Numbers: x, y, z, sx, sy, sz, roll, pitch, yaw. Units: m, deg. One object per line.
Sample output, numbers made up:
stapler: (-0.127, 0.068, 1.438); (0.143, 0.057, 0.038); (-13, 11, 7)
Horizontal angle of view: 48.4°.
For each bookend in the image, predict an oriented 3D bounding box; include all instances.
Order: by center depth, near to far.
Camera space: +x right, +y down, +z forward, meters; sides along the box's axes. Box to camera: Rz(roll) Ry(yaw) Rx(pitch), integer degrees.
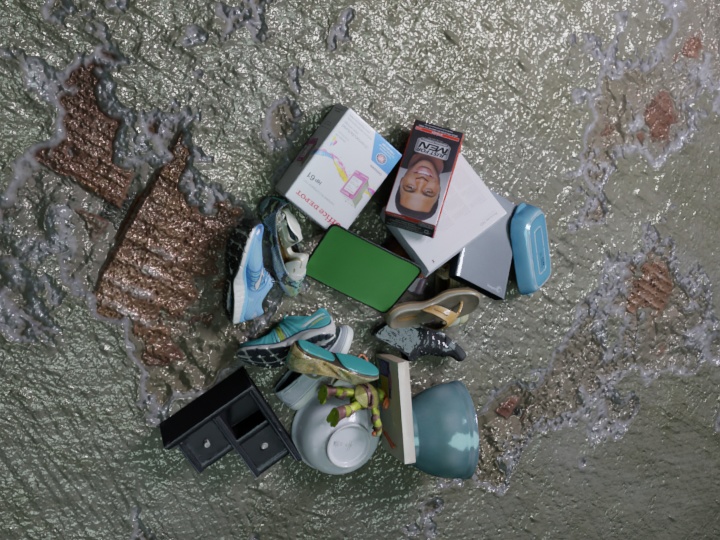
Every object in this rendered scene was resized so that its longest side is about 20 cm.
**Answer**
bookend: (-0.252, 0.333, 1.557); (0.198, 0.092, 0.200); (-33, 115, -8)

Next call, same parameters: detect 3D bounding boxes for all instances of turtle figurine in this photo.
turtle figurine: (0.002, 0.263, 1.583); (0.160, 0.064, 0.203); (-4, 70, -42)

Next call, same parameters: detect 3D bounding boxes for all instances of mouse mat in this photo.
mouse mat: (0.000, 0.000, 1.526); (0.198, 0.008, 0.161); (26, 136, -13)

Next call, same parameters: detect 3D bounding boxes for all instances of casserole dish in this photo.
casserole dish: (0.361, -0.043, 1.677); (0.121, 0.038, 0.203); (-35, 121, -47)

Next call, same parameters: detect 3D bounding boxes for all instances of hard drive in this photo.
hard drive: (0.252, -0.058, 1.617); (0.138, 0.033, 0.203); (24, 71, -32)

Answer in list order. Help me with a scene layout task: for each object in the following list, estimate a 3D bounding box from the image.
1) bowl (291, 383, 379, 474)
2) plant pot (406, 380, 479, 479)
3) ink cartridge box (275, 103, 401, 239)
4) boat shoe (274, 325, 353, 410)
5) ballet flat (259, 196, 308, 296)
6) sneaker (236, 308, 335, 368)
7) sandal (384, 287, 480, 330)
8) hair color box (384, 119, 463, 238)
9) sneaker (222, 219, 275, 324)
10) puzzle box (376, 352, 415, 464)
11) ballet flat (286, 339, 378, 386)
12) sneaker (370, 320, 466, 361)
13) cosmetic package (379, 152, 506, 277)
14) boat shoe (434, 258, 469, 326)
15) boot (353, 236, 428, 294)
bowl: (-0.037, 0.340, 1.645); (0.198, 0.090, 0.205); (-6, 108, -20)
plant pot: (0.149, 0.336, 1.661); (0.132, 0.200, 0.204); (-3, 107, -14)
ink cartridge box: (-0.042, -0.182, 1.487); (0.144, 0.085, 0.201); (36, 92, -26)
boat shoe: (-0.095, 0.183, 1.585); (0.071, 0.070, 0.202); (38, 92, -28)
ballet flat: (-0.133, -0.041, 1.496); (0.073, 0.074, 0.203); (-23, 114, -13)
sneaker: (-0.144, 0.131, 1.553); (0.197, 0.081, 0.078); (-17, 144, 1)
sandal: (0.147, 0.089, 1.593); (0.196, 0.054, 0.081); (-12, 138, -8)
hair color box: (0.120, -0.173, 1.499); (0.100, 0.061, 0.203); (16, 70, 6)
sneaker: (-0.202, -0.001, 1.496); (0.089, 0.078, 0.203); (-3, 116, -31)
puzzle box: (0.070, 0.274, 1.618); (0.025, 0.133, 0.204); (-5, 94, -18)
ballet flat: (-0.057, 0.186, 1.525); (0.198, 0.071, 0.072); (22, 97, -32)
sneaker: (0.123, 0.154, 1.669); (0.199, 0.060, 0.105); (41, 87, -20)
cosmetic package: (0.159, -0.107, 1.545); (0.199, 0.052, 0.152); (-35, 80, -13)
boat shoe: (0.179, 0.025, 1.641); (0.062, 0.073, 0.203); (-17, 110, -17)
boot: (0.073, -0.072, 1.577); (0.185, 0.068, 0.203); (16, 94, -10)
